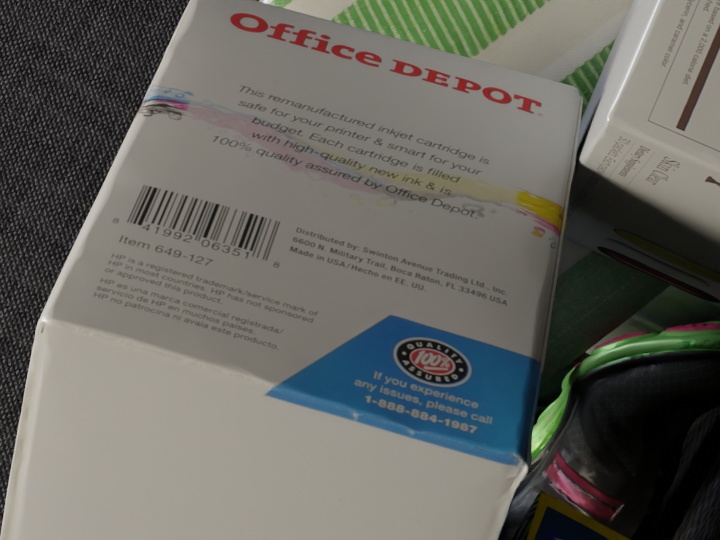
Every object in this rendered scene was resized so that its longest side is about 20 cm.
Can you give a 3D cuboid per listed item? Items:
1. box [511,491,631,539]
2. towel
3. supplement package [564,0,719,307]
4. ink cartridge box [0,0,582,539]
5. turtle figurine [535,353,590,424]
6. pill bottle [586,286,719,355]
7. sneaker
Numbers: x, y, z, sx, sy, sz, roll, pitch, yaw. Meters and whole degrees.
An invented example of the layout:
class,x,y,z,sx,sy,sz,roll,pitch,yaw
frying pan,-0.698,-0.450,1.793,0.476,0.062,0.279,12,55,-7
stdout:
class,x,y,z,sx,sy,sz,roll,pitch,yaw
box,0.042,0.181,0.680,0.200,0.070,0.064,-63,-4,22
towel,0.068,-0.073,0.823,0.153,0.200,0.023,-37,-5,-7
supplement package,0.152,-0.078,0.713,0.200,0.111,0.156,94,-161,-82
ink cartridge box,-0.019,0.027,0.672,0.200,0.147,0.145,-73,-1,-51
turtle figurine,0.107,0.068,1.011,0.200,0.101,0.150,-48,-1,-39
pill bottle,0.152,-0.052,0.893,0.200,0.112,0.112,-62,-3,5
sneaker,0.106,0.089,0.830,0.077,0.084,0.200,-3,-34,-41
